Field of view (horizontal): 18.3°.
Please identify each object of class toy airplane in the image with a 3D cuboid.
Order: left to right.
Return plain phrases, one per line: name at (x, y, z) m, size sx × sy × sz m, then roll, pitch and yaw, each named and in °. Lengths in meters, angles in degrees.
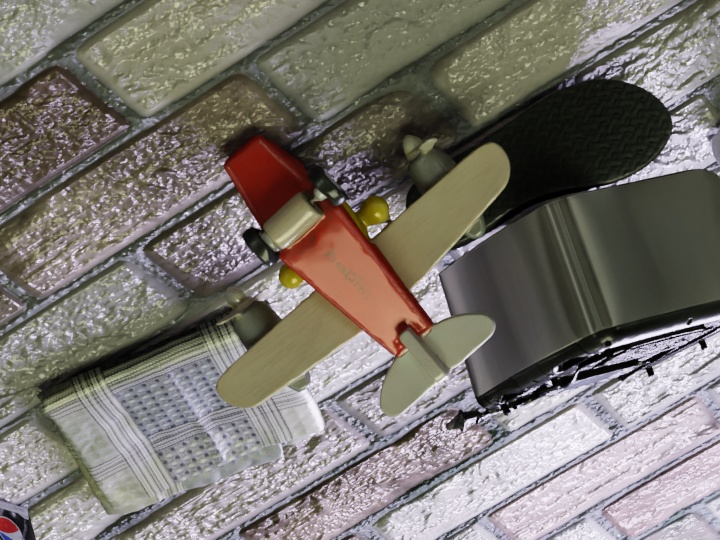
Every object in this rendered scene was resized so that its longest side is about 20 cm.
toy airplane at (0.000, 0.000, 1.553) m, size 0.199 × 0.141 × 0.200 m, roll 0°, pitch 109°, yaw -9°

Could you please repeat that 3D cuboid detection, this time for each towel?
towel at (-0.132, 0.115, 1.724) m, size 0.192 × 0.035 × 0.200 m, roll -22°, pitch 146°, yaw -2°

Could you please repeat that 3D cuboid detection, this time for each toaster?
toaster at (0.168, 0.020, 1.633) m, size 0.199 × 0.119 × 0.181 m, roll -13°, pitch 167°, yaw -32°

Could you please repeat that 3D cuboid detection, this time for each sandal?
sandal at (0.126, -0.078, 1.596) m, size 0.200 × 0.076 × 0.048 m, roll -23°, pitch 172°, yaw 13°

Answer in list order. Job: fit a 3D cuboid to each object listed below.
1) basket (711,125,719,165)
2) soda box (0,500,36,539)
basket at (0.407, -0.088, 1.651) m, size 0.197 × 0.161 × 0.200 m, roll 5°, pitch 139°, yaw -36°
soda box at (-0.344, 0.259, 1.771) m, size 0.200 × 0.064 × 0.071 m, roll -38°, pitch 144°, yaw 21°
